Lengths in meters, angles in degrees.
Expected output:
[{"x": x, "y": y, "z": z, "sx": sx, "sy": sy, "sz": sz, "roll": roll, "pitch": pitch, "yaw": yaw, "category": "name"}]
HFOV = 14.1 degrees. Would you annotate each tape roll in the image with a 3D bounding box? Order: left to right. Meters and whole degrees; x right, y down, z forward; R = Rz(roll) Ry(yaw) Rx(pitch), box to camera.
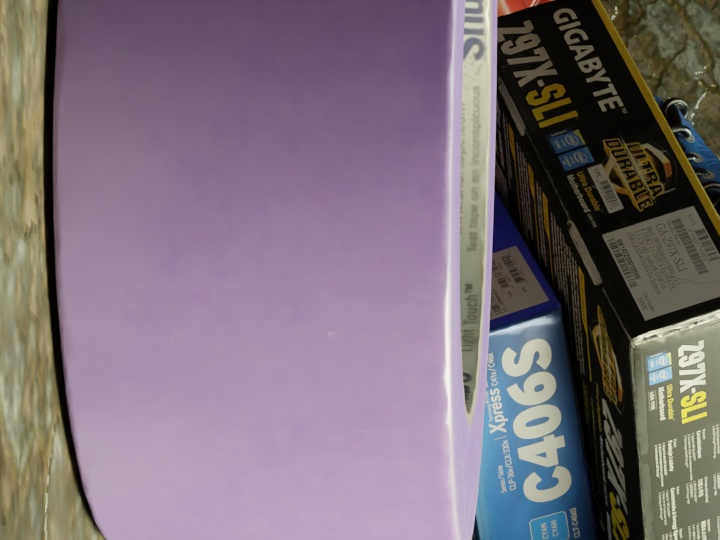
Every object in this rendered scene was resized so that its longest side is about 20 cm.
[{"x": -0.013, "y": -0.033, "z": 0.689, "sx": 0.200, "sy": 0.085, "sz": 0.201, "roll": 2, "pitch": 90, "yaw": -85, "category": "tape roll"}]

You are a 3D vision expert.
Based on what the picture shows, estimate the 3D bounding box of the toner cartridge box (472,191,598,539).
[{"x": 0.050, "y": 0.073, "z": 1.022, "sx": 0.095, "sy": 0.043, "sz": 0.200, "roll": -114, "pitch": -170, "yaw": -55, "category": "toner cartridge box"}]

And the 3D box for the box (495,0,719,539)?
[{"x": 0.089, "y": 0.031, "z": 0.987, "sx": 0.200, "sy": 0.049, "sz": 0.160, "roll": 81, "pitch": -11, "yaw": -45, "category": "box"}]

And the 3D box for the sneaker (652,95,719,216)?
[{"x": 0.113, "y": -0.015, "z": 1.105, "sx": 0.089, "sy": 0.078, "sz": 0.200, "roll": 58, "pitch": -11, "yaw": -13, "category": "sneaker"}]

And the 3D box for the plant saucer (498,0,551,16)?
[{"x": 0.063, "y": -0.188, "z": 1.057, "sx": 0.200, "sy": 0.037, "sz": 0.200, "roll": -62, "pitch": 150, "yaw": -18, "category": "plant saucer"}]
